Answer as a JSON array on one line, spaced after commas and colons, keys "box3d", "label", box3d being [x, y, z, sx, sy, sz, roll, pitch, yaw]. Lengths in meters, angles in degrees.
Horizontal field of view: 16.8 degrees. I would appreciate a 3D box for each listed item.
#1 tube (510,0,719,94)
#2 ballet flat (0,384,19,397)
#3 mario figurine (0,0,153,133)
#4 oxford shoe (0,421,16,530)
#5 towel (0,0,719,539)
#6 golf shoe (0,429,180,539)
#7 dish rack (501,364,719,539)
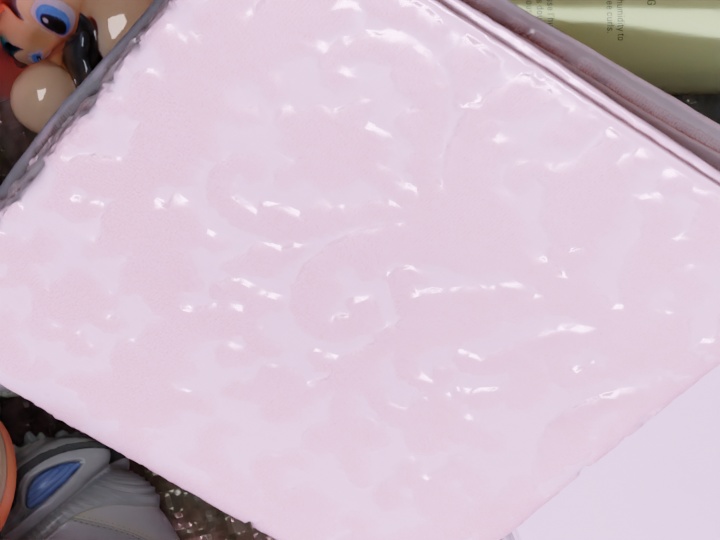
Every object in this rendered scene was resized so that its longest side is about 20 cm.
[{"box3d": [0.124, -0.083, 0.740, 0.199, 0.052, 0.058, -1, 109, 5], "label": "tube"}, {"box3d": [-0.152, -0.001, 0.752, 0.200, 0.071, 0.069, 21, 124, 16], "label": "ballet flat"}, {"box3d": [-0.047, -0.043, 0.726, 0.200, 0.106, 0.124, 28, 105, 13], "label": "mario figurine"}, {"box3d": [-0.197, 0.091, 0.732, 0.200, 0.073, 0.071, -27, 58, 11], "label": "oxford shoe"}, {"box3d": [0.000, 0.000, 0.676, 0.191, 0.032, 0.200, 31, 130, -20], "label": "towel"}, {"box3d": [-0.134, 0.143, 0.781, 0.200, 0.078, 0.097, -41, 78, 11], "label": "golf shoe"}, {"box3d": [0.117, 0.063, 0.724, 0.200, 0.044, 0.172, -20, 97, 36], "label": "dish rack"}]
